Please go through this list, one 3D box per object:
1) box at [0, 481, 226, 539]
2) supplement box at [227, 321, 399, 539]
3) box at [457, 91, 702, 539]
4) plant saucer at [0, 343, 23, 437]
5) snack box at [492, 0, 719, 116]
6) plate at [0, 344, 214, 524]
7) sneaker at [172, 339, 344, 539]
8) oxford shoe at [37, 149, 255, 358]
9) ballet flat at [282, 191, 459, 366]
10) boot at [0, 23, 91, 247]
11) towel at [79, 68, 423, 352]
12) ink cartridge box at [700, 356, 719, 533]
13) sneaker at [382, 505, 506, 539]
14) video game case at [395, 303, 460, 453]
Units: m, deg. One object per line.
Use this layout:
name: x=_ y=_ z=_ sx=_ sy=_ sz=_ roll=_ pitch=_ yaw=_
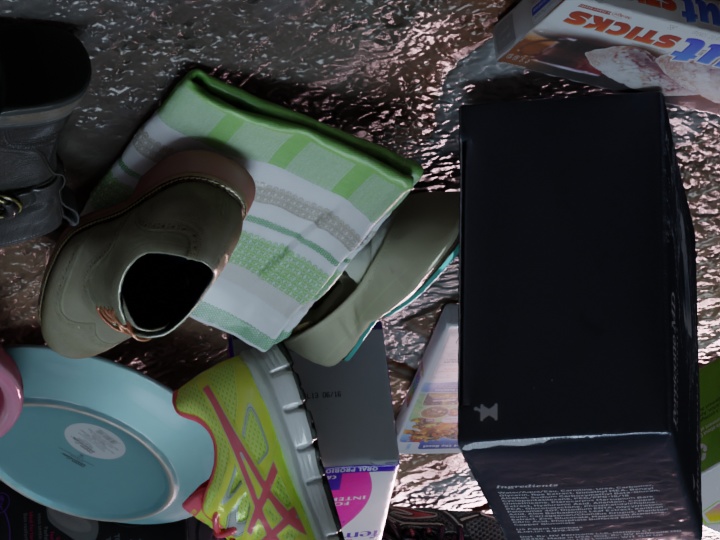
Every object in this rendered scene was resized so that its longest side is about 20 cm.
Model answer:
box: x=-0.193 y=0.211 z=1.850 sx=0.199 sy=0.123 sz=0.106 roll=-13 pitch=152 yaw=15
supplement box: x=-0.036 y=0.124 z=1.738 sx=0.100 sy=0.104 sz=0.200 roll=-4 pitch=154 yaw=-6
box: x=0.124 y=0.034 z=1.465 sx=0.116 sy=0.198 sz=0.200 roll=-4 pitch=158 yaw=12
plant saucer: x=-0.305 y=0.060 z=1.609 sx=0.199 sy=0.051 sz=0.201 roll=-3 pitch=152 yaw=-2
snack box: x=0.171 y=-0.116 z=1.396 sx=0.199 sy=0.024 sz=0.072 roll=11 pitch=150 yaw=-29
plate: x=-0.181 y=0.115 z=1.703 sx=0.199 sy=0.026 sz=0.201 roll=12 pitch=145 yaw=8
sneaker: x=-0.059 y=0.146 z=1.594 sx=0.090 sy=0.201 sz=0.078 roll=-16 pitch=-179 yaw=-4
oxford shoe: x=-0.130 y=0.008 z=1.461 sx=0.070 sy=0.074 sz=0.200 roll=25 pitch=142 yaw=-18
ballet flat: x=0.000 y=0.000 z=1.553 sx=0.069 sy=0.070 sz=0.200 roll=7 pitch=152 yaw=-23
boot: x=-0.234 y=-0.058 z=1.381 sx=0.198 sy=0.070 sz=0.174 roll=0 pitch=152 yaw=-16
towel: x=-0.071 y=-0.028 z=1.478 sx=0.148 sy=0.031 sz=0.200 roll=20 pitch=146 yaw=-17
ink cartridge box: x=0.234 y=0.149 z=1.838 sx=0.200 sy=0.076 sz=0.147 roll=-36 pitch=141 yaw=29
sneaker: x=0.030 y=0.209 z=1.937 sx=0.198 sy=0.081 sz=0.075 roll=-2 pitch=151 yaw=-6
video game case: x=0.106 y=0.074 z=1.759 sx=0.142 sy=0.018 sz=0.200 roll=-1 pitch=152 yaw=-11
